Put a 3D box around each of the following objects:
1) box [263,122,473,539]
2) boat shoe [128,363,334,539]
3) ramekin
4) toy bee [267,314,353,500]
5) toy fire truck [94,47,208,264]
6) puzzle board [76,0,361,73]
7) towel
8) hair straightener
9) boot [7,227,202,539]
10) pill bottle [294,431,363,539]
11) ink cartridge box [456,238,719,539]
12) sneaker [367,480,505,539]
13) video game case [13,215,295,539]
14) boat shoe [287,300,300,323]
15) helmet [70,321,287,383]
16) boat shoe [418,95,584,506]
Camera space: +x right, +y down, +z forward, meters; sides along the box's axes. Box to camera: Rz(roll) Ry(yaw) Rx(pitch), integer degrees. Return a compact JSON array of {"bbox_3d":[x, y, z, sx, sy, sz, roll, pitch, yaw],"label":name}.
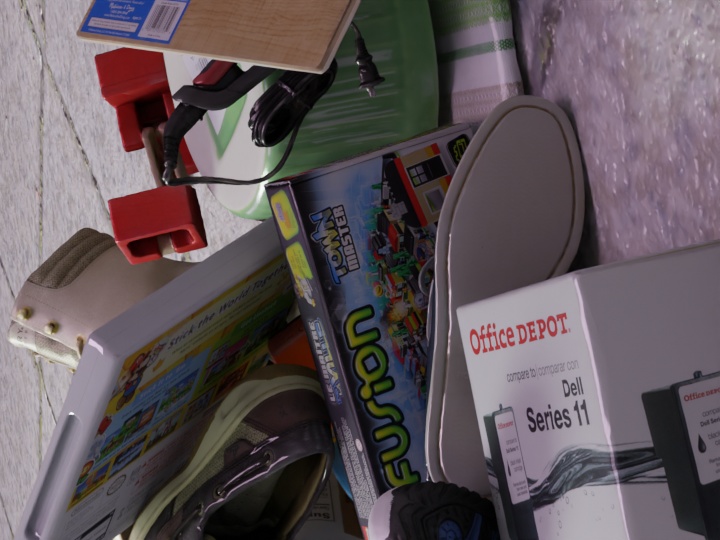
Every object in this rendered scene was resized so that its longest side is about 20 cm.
[{"bbox_3d":[0.030,0.036,1.025,0.035,0.109,0.202,-2,106,64],"label":"box"},{"bbox_3d":[-0.071,0.139,1.071,0.202,0.071,0.066,-59,33,30],"label":"boat shoe"},{"bbox_3d":[-0.042,-0.125,1.122,0.200,0.097,0.202,167,90,-70],"label":"ramekin"},{"bbox_3d":[0.018,0.102,1.141,0.109,0.130,0.202,-77,-29,-76],"label":"toy bee"},{"bbox_3d":[-0.121,-0.069,1.252,0.200,0.048,0.142,48,-152,-80],"label":"toy fire truck"},{"bbox_3d":[-0.051,-0.173,1.010,0.199,0.017,0.152,13,74,47],"label":"puzzle board"},{"bbox_3d":[0.043,-0.119,1.075,0.149,0.030,0.202,178,82,-71],"label":"towel"},{"bbox_3d":[-0.023,-0.110,1.006,0.077,0.200,0.041,43,-178,-5],"label":"hair straightener"},{"bbox_3d":[-0.152,0.067,1.225,0.072,0.153,0.201,76,-146,-53],"label":"boot"},{"bbox_3d":[-0.030,0.188,1.180,0.200,0.113,0.115,-99,9,-60],"label":"pill bottle"},{"bbox_3d":[0.119,0.097,0.881,0.146,0.082,0.202,157,103,-70],"label":"ink cartridge box"},{"bbox_3d":[0.049,0.164,0.970,0.200,0.076,0.076,48,-135,-46],"label":"sneaker"},{"bbox_3d":[-0.101,0.065,1.050,0.023,0.200,0.183,35,126,14],"label":"video game case"},{"bbox_3d":[-0.006,0.000,1.211,0.202,0.074,0.076,163,106,-69],"label":"boat shoe"},{"bbox_3d":[-0.101,0.099,1.349,0.200,0.198,0.192,-125,39,-50],"label":"helmet"},{"bbox_3d":[0.067,0.016,0.984,0.062,0.074,0.202,176,98,-84],"label":"boat shoe"}]
